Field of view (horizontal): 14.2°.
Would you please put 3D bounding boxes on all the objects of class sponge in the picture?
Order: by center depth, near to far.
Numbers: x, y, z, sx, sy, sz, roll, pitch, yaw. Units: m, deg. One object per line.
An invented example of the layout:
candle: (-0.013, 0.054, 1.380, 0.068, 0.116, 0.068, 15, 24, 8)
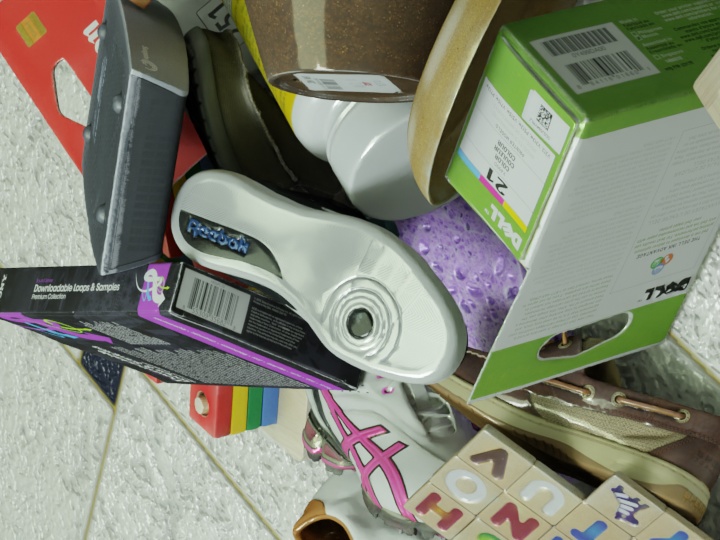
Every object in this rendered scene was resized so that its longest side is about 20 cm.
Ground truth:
sponge: (0.076, 0.029, 1.668, 0.111, 0.030, 0.201, -15, 89, 55)

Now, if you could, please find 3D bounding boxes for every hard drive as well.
hard drive: (-0.132, -0.086, 1.673, 0.200, 0.042, 0.136, -112, 31, -68)

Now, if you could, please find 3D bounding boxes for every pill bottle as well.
pill bottle: (-0.004, -0.133, 1.631, 0.201, 0.114, 0.115, 62, 144, 32)

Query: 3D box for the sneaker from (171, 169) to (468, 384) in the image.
sneaker: (0.000, 0.000, 1.604, 0.199, 0.112, 0.073, 31, 102, 29)

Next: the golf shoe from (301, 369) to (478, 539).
golf shoe: (0.024, 0.090, 1.672, 0.200, 0.072, 0.093, 32, 130, 51)

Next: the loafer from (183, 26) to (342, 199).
loafer: (-0.049, -0.063, 1.702, 0.201, 0.069, 0.075, 67, 175, -30)

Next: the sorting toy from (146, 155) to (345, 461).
sorting toy: (-0.096, -0.004, 1.850, 0.200, 0.069, 0.200, 38, 131, 48)

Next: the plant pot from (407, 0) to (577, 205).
plant pot: (0.074, -0.127, 1.477, 0.027, 0.200, 0.201, 29, 130, 12)

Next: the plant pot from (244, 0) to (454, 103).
plant pot: (0.003, -0.194, 1.508, 0.186, 0.186, 0.202, -4, 80, 55)

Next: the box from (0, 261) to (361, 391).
box: (-0.111, 0.033, 1.703, 0.199, 0.143, 0.036, -3, 69, 51)

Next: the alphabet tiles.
alphabet tiles: (0.125, 0.164, 1.570, 0.200, 0.008, 0.167, 36, 141, -5)

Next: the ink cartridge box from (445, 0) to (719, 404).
ink cartridge box: (0.117, -0.039, 1.482, 0.076, 0.147, 0.201, 50, 138, 30)

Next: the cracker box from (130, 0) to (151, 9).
cracker box: (-0.087, -0.265, 1.661, 0.057, 0.201, 0.134, 30, 143, -10)

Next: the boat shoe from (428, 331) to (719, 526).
boat shoe: (0.117, 0.070, 1.580, 0.199, 0.072, 0.072, 23, 79, 37)

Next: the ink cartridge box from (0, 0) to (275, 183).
ink cartridge box: (-0.140, -0.155, 1.807, 0.176, 0.045, 0.200, -40, 61, 7)

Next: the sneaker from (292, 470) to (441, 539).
sneaker: (0.043, 0.181, 1.700, 0.199, 0.085, 0.073, 24, 146, 39)

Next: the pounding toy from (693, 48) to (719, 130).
pounding toy: (0.259, -0.064, 1.278, 0.201, 0.142, 0.184, 60, 143, 22)

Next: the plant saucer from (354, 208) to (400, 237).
plant saucer: (0.029, 0.056, 1.756, 0.070, 0.019, 0.201, -20, 85, 55)
